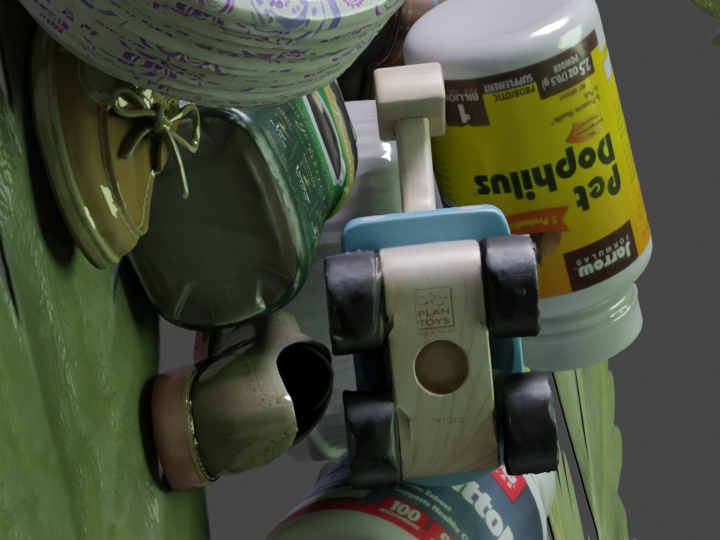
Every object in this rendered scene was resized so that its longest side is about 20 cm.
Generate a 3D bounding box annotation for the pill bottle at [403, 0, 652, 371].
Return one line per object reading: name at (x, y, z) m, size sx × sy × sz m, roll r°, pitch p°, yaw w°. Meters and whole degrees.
pill bottle at (0.097, -0.050, 1.411) m, size 0.109 × 0.108 × 0.201 m, roll -78°, pitch 154°, yaw -63°

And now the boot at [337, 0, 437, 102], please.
boot at (-0.030, -0.136, 1.514) m, size 0.200 × 0.096 × 0.075 m, roll 144°, pitch -51°, yaw -68°

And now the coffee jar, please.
coffee jar at (-0.057, -0.049, 1.239) m, size 0.200 × 0.085 × 0.105 m, roll -63°, pitch 135°, yaw -72°

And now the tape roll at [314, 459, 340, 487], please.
tape roll at (0.029, 0.204, 1.483) m, size 0.200 × 0.066 × 0.202 m, roll -11°, pitch 90°, yaw -78°

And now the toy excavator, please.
toy excavator at (0.031, 0.000, 1.260) m, size 0.200 × 0.099 × 0.196 m, roll -107°, pitch -169°, yaw -83°

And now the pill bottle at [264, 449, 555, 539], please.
pill bottle at (0.028, 0.140, 1.297) m, size 0.200 × 0.119 × 0.120 m, roll -44°, pitch 123°, yaw -61°

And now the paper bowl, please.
paper bowl at (-0.074, -0.156, 1.064) m, size 0.104 × 0.199 × 0.202 m, roll -46°, pitch -141°, yaw 47°

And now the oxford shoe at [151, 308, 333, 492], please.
oxford shoe at (-0.043, 0.057, 1.235) m, size 0.200 × 0.073 × 0.071 m, roll -63°, pitch 141°, yaw -72°

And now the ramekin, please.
ramekin at (0.000, 0.000, 1.430) m, size 0.200 × 0.104 × 0.202 m, roll -10°, pitch 90°, yaw -79°

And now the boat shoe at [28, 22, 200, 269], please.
boat shoe at (-0.103, -0.096, 1.113) m, size 0.073 × 0.062 × 0.201 m, roll 61°, pitch 22°, yaw -59°

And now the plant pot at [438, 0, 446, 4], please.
plant pot at (0.010, -0.153, 1.603) m, size 0.200 × 0.027 × 0.202 m, roll -172°, pitch -90°, yaw -71°
